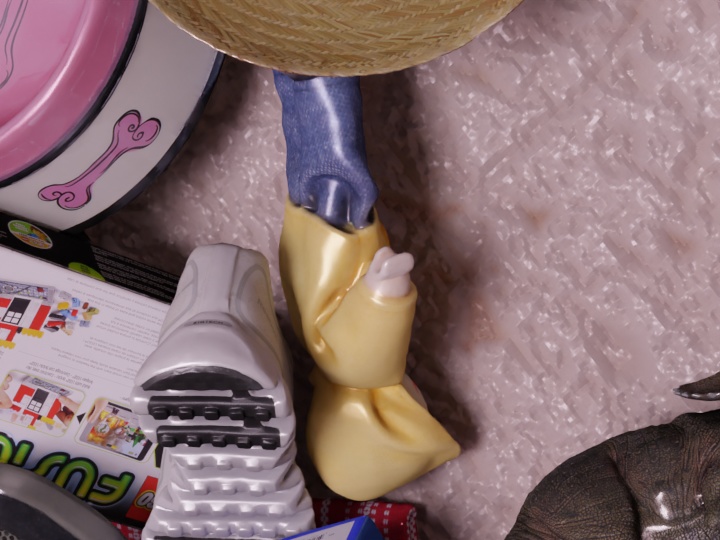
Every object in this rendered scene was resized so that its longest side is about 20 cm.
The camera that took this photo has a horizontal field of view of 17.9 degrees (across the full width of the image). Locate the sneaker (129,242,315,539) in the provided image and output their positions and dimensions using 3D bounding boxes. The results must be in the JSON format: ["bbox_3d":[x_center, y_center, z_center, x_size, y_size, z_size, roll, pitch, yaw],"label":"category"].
[{"bbox_3d":[-0.053,0.068,0.951,0.075,0.081,0.200,3,142,-1],"label":"sneaker"}]

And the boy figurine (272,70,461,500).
[{"bbox_3d":[0.000,0.000,0.928,0.124,0.064,0.200,-147,46,-71],"label":"boy figurine"}]

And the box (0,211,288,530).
[{"bbox_3d":[-0.142,0.038,0.968,0.110,0.200,0.035,-59,31,17],"label":"box"}]

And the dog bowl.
[{"bbox_3d":[-0.155,-0.116,0.968,0.200,0.074,0.200,-5,79,28],"label":"dog bowl"}]

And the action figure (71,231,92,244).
[{"bbox_3d":[-0.174,0.026,1.046,0.200,0.102,0.119,-54,35,-7],"label":"action figure"}]

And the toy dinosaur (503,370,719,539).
[{"bbox_3d":[0.110,0.092,0.852,0.200,0.077,0.102,-35,39,7],"label":"toy dinosaur"}]

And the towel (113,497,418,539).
[{"bbox_3d":[-0.050,0.171,1.048,0.200,0.022,0.145,-2,102,34],"label":"towel"}]

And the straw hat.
[{"bbox_3d":[-0.017,-0.148,0.895,0.201,0.201,0.085,49,163,13],"label":"straw hat"}]

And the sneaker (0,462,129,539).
[{"bbox_3d":[-0.137,0.175,0.977,0.076,0.114,0.200,8,137,24],"label":"sneaker"}]

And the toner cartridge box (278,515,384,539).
[{"bbox_3d":[0.009,0.200,0.957,0.095,0.043,0.200,-20,113,32],"label":"toner cartridge box"}]
